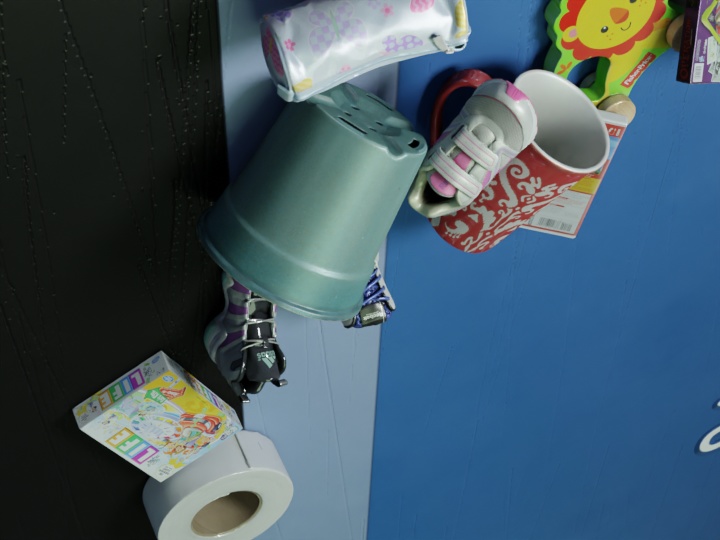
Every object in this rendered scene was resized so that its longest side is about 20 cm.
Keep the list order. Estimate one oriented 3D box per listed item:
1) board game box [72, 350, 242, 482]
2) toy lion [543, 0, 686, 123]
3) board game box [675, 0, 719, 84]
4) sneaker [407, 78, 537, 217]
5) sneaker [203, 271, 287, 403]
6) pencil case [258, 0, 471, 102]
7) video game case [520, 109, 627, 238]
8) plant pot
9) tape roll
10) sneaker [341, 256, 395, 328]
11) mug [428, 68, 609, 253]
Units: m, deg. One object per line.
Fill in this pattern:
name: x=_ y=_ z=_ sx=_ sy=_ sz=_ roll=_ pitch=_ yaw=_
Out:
board game box: x=-0.253 y=0.189 z=1.742 sx=0.134 sy=0.034 sz=0.200 roll=-33 pitch=145 yaw=5
toy lion: x=0.278 y=-0.268 z=1.543 sx=0.191 sy=0.069 sz=0.200 roll=16 pitch=125 yaw=-37
board game box: x=0.414 y=-0.309 z=1.528 sx=0.120 sy=0.032 sz=0.200 roll=-4 pitch=108 yaw=-28
sneaker: x=0.114 y=-0.116 z=1.435 sx=0.088 sy=0.081 sz=0.200 roll=-49 pitch=175 yaw=-41
sneaker: x=-0.115 y=0.074 z=1.606 sx=0.078 sy=0.140 sz=0.200 roll=-8 pitch=139 yaw=-27
pencil case: x=0.004 y=-0.227 z=1.305 sx=0.200 sy=0.091 sz=0.083 roll=-19 pitch=-177 yaw=-12
video game case: x=0.219 y=-0.123 z=1.643 sx=0.143 sy=0.017 sz=0.200 roll=12 pitch=138 yaw=-4
plant pot: x=-0.040 y=-0.084 z=1.439 sx=0.200 sy=0.200 sz=0.196 roll=9 pitch=122 yaw=-41
tape roll: x=-0.196 y=0.310 z=1.899 sx=0.202 sy=0.071 sz=0.203 roll=-19 pitch=143 yaw=-15
sneaker: x=0.000 y=0.001 z=1.621 sx=0.080 sy=0.115 sz=0.200 roll=-20 pitch=143 yaw=-15
mug: x=0.158 y=-0.132 z=1.560 sx=0.133 sy=0.178 sz=0.200 roll=-21 pitch=163 yaw=-41
